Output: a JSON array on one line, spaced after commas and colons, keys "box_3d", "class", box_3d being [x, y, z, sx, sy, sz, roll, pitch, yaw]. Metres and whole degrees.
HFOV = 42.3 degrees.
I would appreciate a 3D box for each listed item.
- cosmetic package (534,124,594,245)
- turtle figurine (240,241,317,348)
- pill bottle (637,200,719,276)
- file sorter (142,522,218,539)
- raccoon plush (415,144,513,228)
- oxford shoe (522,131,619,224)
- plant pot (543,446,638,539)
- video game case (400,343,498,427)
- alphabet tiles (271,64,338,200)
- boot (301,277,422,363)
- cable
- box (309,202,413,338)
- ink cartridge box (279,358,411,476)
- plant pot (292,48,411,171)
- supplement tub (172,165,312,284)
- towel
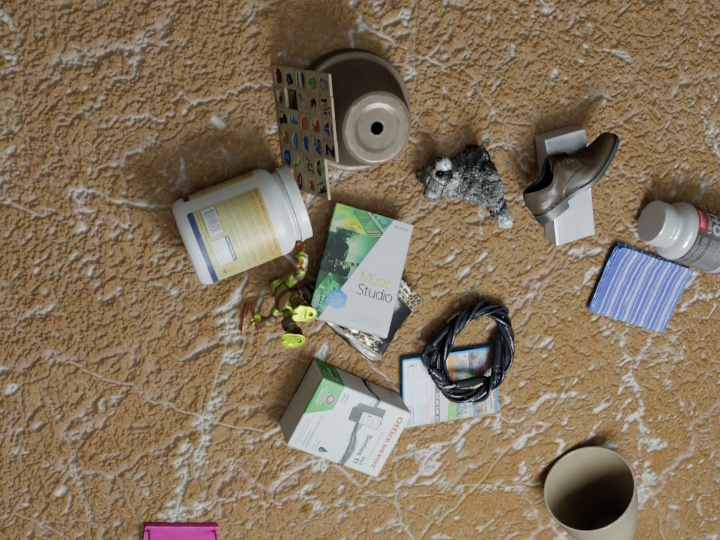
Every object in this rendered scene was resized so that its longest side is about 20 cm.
[{"box_3d": [0.371, -0.155, 1.694, 0.081, 0.051, 0.203, -16, 112, -13], "class": "cosmetic package"}, {"box_3d": [-0.127, 0.063, 1.574, 0.064, 0.162, 0.201, 29, 106, -33], "class": "turtle figurine"}, {"box_3d": [0.628, -0.065, 1.771, 0.197, 0.111, 0.112, 16, 104, -21], "class": "pill bottle"}, {"box_3d": [-0.334, 0.585, 1.705, 0.137, 0.126, 0.203, 6, 108, -18], "class": "file sorter"}, {"box_3d": [0.184, -0.124, 1.631, 0.133, 0.097, 0.202, -26, 115, 3], "class": "raccoon plush"}, {"box_3d": [0.365, -0.177, 1.618, 0.200, 0.073, 0.085, -43, 112, 1], "class": "oxford shoe"}, {"box_3d": [0.492, 0.497, 1.909, 0.186, 0.188, 0.201, -34, 129, -3], "class": "plant pot"}, {"box_3d": [0.172, 0.220, 1.787, 0.197, 0.018, 0.145, -7, 110, -14], "class": "video game case"}, {"box_3d": [-0.085, -0.217, 1.475, 0.007, 0.166, 0.203, -19, 115, -31], "class": "alphabet tiles"}, {"box_3d": [0.005, 0.052, 1.647, 0.200, 0.073, 0.151, 42, 89, -17], "class": "boot"}, {"box_3d": [0.218, 0.151, 1.740, 0.200, 0.051, 0.163, -44, 103, -9], "class": "cable"}, {"box_3d": [0.000, 0.000, 1.593, 0.142, 0.036, 0.203, 15, 81, -9], "class": "box"}, {"box_3d": [-0.027, 0.272, 1.709, 0.198, 0.083, 0.148, 24, 102, -24], "class": "ink cartridge box"}, {"box_3d": [0.004, -0.242, 1.485, 0.197, 0.175, 0.203, -6, 112, -15], "class": "plant pot"}, {"box_3d": [-0.189, -0.077, 1.501, 0.197, 0.145, 0.146, -21, 114, -8], "class": "supplement tub"}, {"box_3d": [0.551, 0.037, 1.833, 0.197, 0.024, 0.147, 16, 105, -21], "class": "towel"}]
